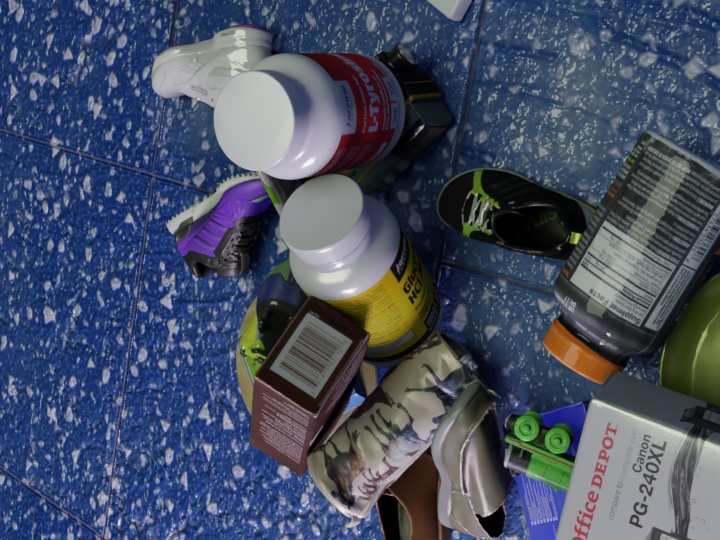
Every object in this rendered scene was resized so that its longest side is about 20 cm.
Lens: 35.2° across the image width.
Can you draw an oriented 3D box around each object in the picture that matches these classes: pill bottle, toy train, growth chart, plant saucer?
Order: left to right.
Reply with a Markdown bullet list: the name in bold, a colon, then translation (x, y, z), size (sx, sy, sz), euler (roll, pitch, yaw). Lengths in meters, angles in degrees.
- **growth chart**: translation (-0.081, -0.092, 1.175), size (0.018, 0.201, 0.146), euler (-23, 115, 5)
- **pill bottle**: translation (-0.046, -0.144, 1.054), size (0.111, 0.199, 0.114), euler (6, 102, 27)
- **pill bottle**: translation (0.000, 0.000, 1.096), size (0.111, 0.200, 0.114), euler (-12, 54, 18)
- **toy train**: translation (0.006, -0.141, 1.189), size (0.200, 0.085, 0.115), euler (-45, 71, 33)
- **toy train**: translation (0.213, 0.179, 0.974), size (0.198, 0.042, 0.057), euler (21, 96, 15)
- **pill bottle**: translation (0.230, -0.005, 0.945), size (0.106, 0.106, 0.202), euler (39, 107, 35)
- **plant saucer**: translation (0.337, 0.093, 0.913), size (0.198, 0.031, 0.203), euler (0, 91, 43)

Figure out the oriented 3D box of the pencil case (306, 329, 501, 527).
- **pencil case**: translation (0.038, 0.154, 1.103), size (0.200, 0.078, 0.089), euler (-44, 56, -1)

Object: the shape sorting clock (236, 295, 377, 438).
- **shape sorting clock**: translation (-0.062, 0.108, 1.274), size (0.198, 0.039, 0.203), euler (0, 90, 37)

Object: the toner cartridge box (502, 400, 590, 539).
- **toner cartridge box**: translation (0.200, 0.226, 1.030), size (0.094, 0.043, 0.203), euler (-23, 75, 40)

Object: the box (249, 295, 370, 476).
- **box**: translation (-0.054, 0.119, 1.111), size (0.074, 0.101, 0.200), euler (32, 156, 7)

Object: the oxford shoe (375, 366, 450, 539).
- **oxford shoe**: translation (0.043, 0.198, 1.158), size (0.071, 0.071, 0.203), euler (-19, 76, 42)

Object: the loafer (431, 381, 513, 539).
- **loafer**: translation (0.113, 0.182, 1.056), size (0.069, 0.075, 0.201), euler (26, 146, 28)

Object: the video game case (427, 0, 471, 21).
- **video game case**: translation (0.087, -0.387, 1.150), size (0.182, 0.024, 0.201), euler (46, 119, 32)

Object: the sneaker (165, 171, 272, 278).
- **sneaker**: translation (-0.146, -0.047, 1.340), size (0.199, 0.069, 0.101), euler (-27, 79, 43)

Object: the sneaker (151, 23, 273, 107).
- **sneaker**: translation (-0.184, -0.227, 1.364), size (0.198, 0.074, 0.101), euler (-10, 82, 42)

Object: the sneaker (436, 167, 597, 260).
- **sneaker**: translation (0.140, -0.056, 1.060), size (0.198, 0.082, 0.073), euler (15, 100, 42)

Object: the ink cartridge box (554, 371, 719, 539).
- **ink cartridge box**: translation (0.261, 0.184, 0.877), size (0.198, 0.083, 0.147), euler (18, 109, 23)

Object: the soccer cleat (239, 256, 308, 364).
- **soccer cleat**: translation (-0.083, 0.049, 1.196), size (0.200, 0.064, 0.085), euler (119, 171, -65)
